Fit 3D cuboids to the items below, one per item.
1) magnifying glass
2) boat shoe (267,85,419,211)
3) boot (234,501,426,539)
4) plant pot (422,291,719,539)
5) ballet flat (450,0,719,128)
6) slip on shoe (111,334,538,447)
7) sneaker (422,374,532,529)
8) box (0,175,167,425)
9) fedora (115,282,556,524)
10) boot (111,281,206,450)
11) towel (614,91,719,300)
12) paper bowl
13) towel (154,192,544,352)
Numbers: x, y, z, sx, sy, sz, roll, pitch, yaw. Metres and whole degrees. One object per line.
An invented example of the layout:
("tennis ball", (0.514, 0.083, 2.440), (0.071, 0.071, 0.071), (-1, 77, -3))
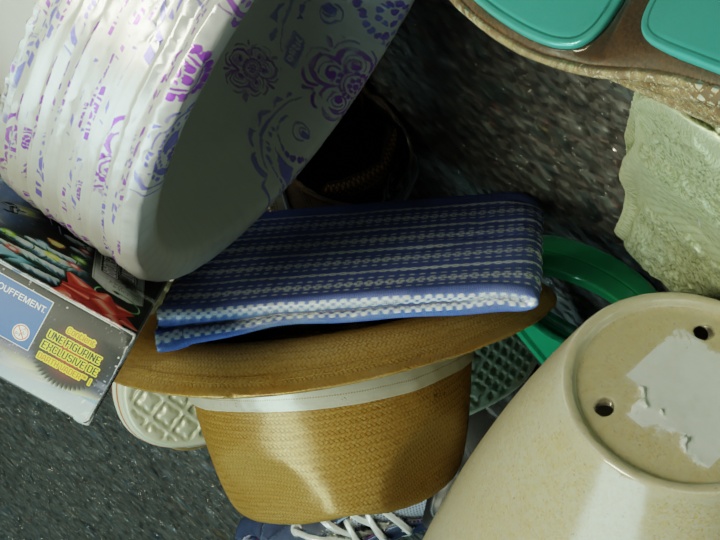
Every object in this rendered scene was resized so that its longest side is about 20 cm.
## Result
("magnifying glass", (0.099, 0.041, 1.306), (0.079, 0.022, 0.200), (21, 155, 17))
("boat shoe", (-0.018, -0.044, 1.294), (0.072, 0.072, 0.200), (17, 152, 37))
("boot", (0.008, 0.126, 1.566), (0.073, 0.090, 0.200), (48, 160, -13))
("plant pot", (0.110, 0.106, 1.152), (0.187, 0.187, 0.200), (35, 144, 21))
("ballet flat", (0.102, -0.081, 1.002), (0.200, 0.071, 0.065), (31, 172, 39))
("slip on shoe", (-0.016, 0.036, 1.316), (0.061, 0.199, 0.074), (-157, 59, -70))
("sneaker", (-0.002, 0.041, 1.410), (0.200, 0.091, 0.076), (40, 162, 12))
("box", (-0.135, -0.017, 1.085), (0.137, 0.040, 0.200), (30, -168, -4))
("fedora", (-0.010, 0.050, 1.183), (0.200, 0.200, 0.082), (6, 107, 59))
("boot", (-0.081, 0.026, 1.457), (0.200, 0.066, 0.176), (60, -170, -70))
("towel", (0.174, 0.007, 1.082), (0.200, 0.036, 0.148), (35, 160, 21))
("paper bowl", (-0.057, -0.104, 1.042), (0.104, 0.201, 0.201), (34, 159, 11))
("towel", (0.000, 0.000, 1.169), (0.200, 0.144, 0.024), (-72, -24, -78))
